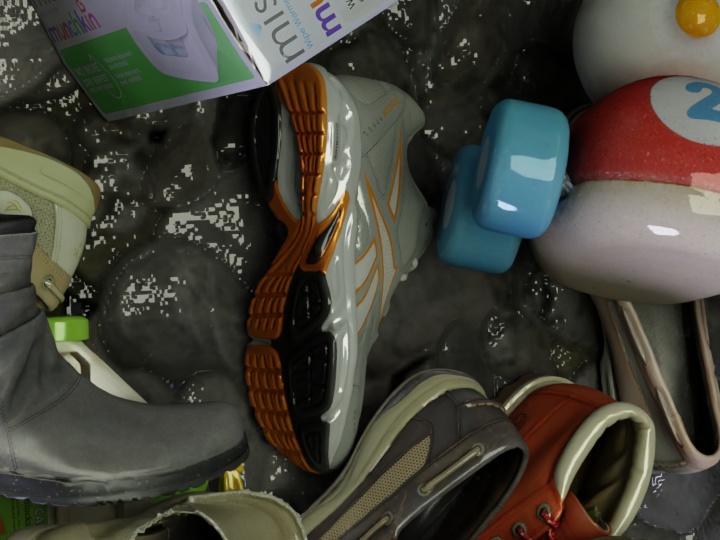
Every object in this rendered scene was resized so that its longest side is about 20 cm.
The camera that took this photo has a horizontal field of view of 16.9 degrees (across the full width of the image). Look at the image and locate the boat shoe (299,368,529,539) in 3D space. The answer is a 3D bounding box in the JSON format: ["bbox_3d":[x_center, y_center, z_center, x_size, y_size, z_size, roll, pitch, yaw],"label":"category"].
[{"bbox_3d":[0.009,0.142,1.161,0.074,0.073,0.200,28,95,-46],"label":"boat shoe"}]

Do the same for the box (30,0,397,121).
[{"bbox_3d":[-0.039,-0.158,1.099,0.176,0.200,0.097,-36,104,-23],"label":"box"}]

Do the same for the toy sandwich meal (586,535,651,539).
[{"bbox_3d":[0.086,0.212,1.164,0.205,0.205,0.070,-25,60,-24],"label":"toy sandwich meal"}]

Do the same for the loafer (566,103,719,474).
[{"bbox_3d":[0.154,0.009,1.263,0.072,0.063,0.200,-14,95,-26],"label":"loafer"}]

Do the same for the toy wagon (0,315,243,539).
[{"bbox_3d":[-0.151,0.099,1.130,0.200,0.040,0.155,-3,91,-26],"label":"toy wagon"}]

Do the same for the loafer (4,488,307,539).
[{"bbox_3d":[-0.075,0.136,1.058,0.200,0.068,0.076,-4,90,-58],"label":"loafer"}]

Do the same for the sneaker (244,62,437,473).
[{"bbox_3d":[0.000,0.000,1.188,0.092,0.076,0.200,-1,96,-38],"label":"sneaker"}]

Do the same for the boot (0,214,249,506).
[{"bbox_3d":[-0.143,0.037,1.070,0.200,0.070,0.132,-5,95,-27],"label":"boot"}]

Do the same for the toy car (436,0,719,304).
[{"bbox_3d":[0.150,-0.091,1.161,0.184,0.177,0.200,11,78,-6],"label":"toy car"}]

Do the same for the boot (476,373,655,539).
[{"bbox_3d":[0.072,0.141,1.200,0.075,0.107,0.200,37,77,-24],"label":"boot"}]

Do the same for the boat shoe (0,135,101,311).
[{"bbox_3d":[-0.213,-0.043,1.086,0.201,0.073,0.063,23,75,-31],"label":"boat shoe"}]
